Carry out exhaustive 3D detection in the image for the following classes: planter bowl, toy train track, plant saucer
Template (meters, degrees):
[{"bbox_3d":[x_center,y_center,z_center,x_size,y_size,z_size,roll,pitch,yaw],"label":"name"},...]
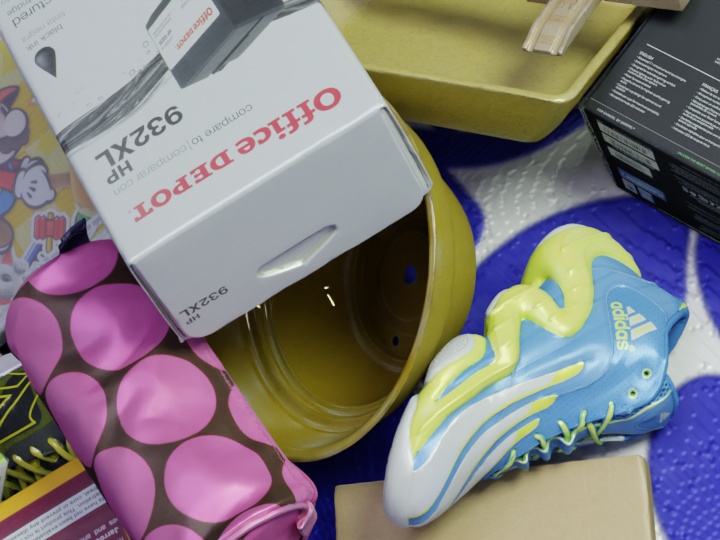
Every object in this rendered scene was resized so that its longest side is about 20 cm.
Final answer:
[{"bbox_3d":[0.000,0.000,1.340,0.200,0.083,0.200,-6,81,48],"label":"planter bowl"},{"bbox_3d":[0.080,-0.166,1.343,0.200,0.033,0.115,11,48,31],"label":"toy train track"},{"bbox_3d":[0.056,-0.131,1.385,0.200,0.048,0.200,11,35,23],"label":"plant saucer"}]

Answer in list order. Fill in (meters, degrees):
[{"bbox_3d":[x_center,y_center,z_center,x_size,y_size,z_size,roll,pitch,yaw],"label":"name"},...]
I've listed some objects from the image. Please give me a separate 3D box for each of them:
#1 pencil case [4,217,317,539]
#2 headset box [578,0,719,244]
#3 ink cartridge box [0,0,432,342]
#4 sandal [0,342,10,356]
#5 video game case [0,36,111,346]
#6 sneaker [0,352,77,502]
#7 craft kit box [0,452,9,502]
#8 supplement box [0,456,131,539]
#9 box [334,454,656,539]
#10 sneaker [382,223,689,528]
[{"bbox_3d":[-0.095,0.072,1.264,0.094,0.091,0.200,-29,62,-13],"label":"pencil case"},{"bbox_3d":[0.245,-0.103,1.323,0.174,0.093,0.200,30,77,28],"label":"headset box"},{"bbox_3d":[-0.078,-0.089,1.263,0.145,0.084,0.200,-32,56,0],"label":"ink cartridge box"},{"bbox_3d":[-0.182,-0.035,1.445,0.080,0.057,0.201,-24,75,25],"label":"sandal"},{"bbox_3d":[-0.178,-0.087,1.396,0.200,0.023,0.182,-38,74,21],"label":"video game case"},{"bbox_3d":[-0.169,0.083,1.363,0.200,0.074,0.085,-45,40,0],"label":"sneaker"},{"bbox_3d":[-0.317,0.089,1.302,0.200,0.049,0.198,-29,58,-35],"label":"craft kit box"},{"bbox_3d":[-0.103,0.192,1.300,0.110,0.086,0.200,-32,60,1],"label":"supplement box"},{"bbox_3d":[0.071,0.193,1.273,0.163,0.021,0.200,-7,63,9],"label":"box"},{"bbox_3d":[0.097,0.063,1.287,0.105,0.076,0.200,27,61,20],"label":"sneaker"}]
